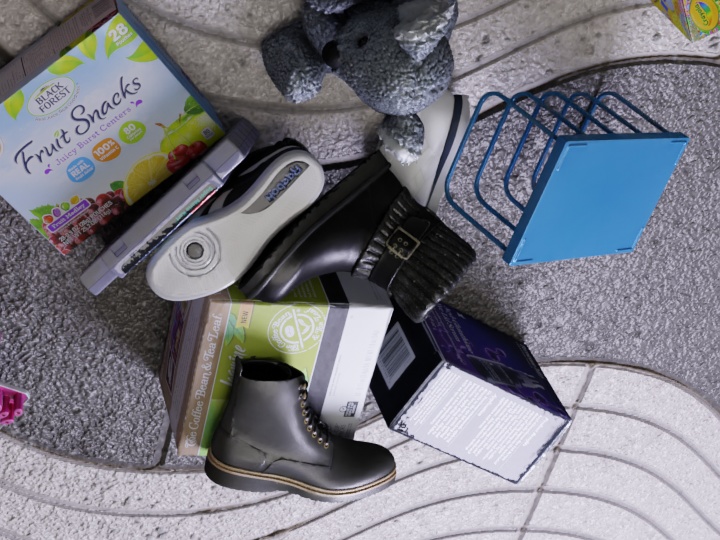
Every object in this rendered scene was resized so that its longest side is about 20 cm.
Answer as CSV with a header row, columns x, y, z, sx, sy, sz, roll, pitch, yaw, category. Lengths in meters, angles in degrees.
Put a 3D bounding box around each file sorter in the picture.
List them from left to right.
x,y,z,sx,sy,sz,roll,pitch,yaw,category
0.202,-0.101,1.509,0.199,0.123,0.139,-6,128,-44,file sorter

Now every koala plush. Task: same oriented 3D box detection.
x,y,z,sx,sy,sz,roll,pitch,yaw,category
0.026,-0.209,1.366,0.183,0.200,0.178,1,123,-19,koala plush

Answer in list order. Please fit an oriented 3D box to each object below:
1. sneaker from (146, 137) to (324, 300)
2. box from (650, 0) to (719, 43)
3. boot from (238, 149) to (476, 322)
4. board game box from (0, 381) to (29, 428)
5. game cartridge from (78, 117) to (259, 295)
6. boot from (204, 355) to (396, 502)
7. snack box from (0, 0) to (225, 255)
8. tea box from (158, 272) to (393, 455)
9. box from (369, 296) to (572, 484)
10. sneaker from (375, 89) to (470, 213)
x,y,z,sx,sy,sz,roll,pitch,yaw,category
-0.124,-0.050,1.469,0.200,0.112,0.073,-37,109,0,sneaker
0.334,-0.340,1.379,0.192,0.200,0.122,-25,129,0,box
0.001,-0.001,1.465,0.211,0.079,0.158,-42,95,-18,boot
-0.467,0.150,1.515,0.199,0.026,0.200,22,135,-30,board game box
-0.181,-0.062,1.446,0.200,0.130,0.038,-42,103,12,game cartridge
-0.046,0.156,1.511,0.199,0.078,0.139,3,120,-22,boot
-0.257,-0.137,1.404,0.200,0.068,0.169,-36,128,6,snack box
-0.094,0.077,1.567,0.196,0.134,0.201,2,123,-19,tea box
0.112,0.127,1.664,0.200,0.148,0.104,25,112,-32,box
0.047,-0.100,1.541,0.080,0.076,0.201,13,115,-12,sneaker
